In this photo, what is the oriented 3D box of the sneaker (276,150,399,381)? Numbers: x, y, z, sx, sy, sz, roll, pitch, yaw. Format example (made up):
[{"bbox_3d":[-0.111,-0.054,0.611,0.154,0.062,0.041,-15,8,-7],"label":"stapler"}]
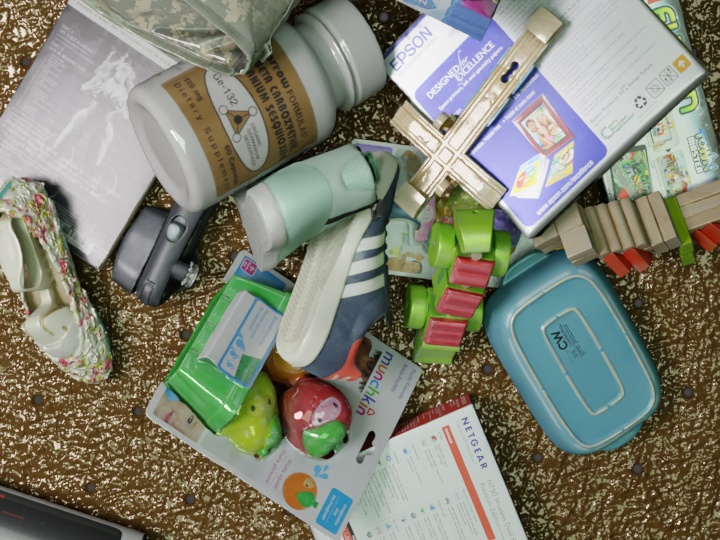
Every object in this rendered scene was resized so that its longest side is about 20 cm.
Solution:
[{"bbox_3d":[0.000,0.000,1.294,0.084,0.075,0.202,30,75,-29],"label":"sneaker"}]

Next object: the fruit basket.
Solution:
[{"bbox_3d":[-0.060,0.102,1.308,0.199,0.094,0.186,32,60,-3],"label":"fruit basket"}]

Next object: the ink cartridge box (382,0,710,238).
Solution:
[{"bbox_3d":[0.148,-0.166,1.253,0.197,0.047,0.201,-43,78,16],"label":"ink cartridge box"}]

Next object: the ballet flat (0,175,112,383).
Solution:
[{"bbox_3d":[-0.279,0.018,1.327,0.075,0.064,0.202,-13,105,28],"label":"ballet flat"}]

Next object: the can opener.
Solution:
[{"bbox_3d":[-0.147,-0.060,1.331,0.078,0.063,0.202,30,96,-3],"label":"can opener"}]

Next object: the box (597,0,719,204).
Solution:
[{"bbox_3d":[0.243,-0.155,1.333,0.109,0.035,0.203,-16,96,2],"label":"box"}]

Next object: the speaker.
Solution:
[{"bbox_3d":[-0.297,0.243,1.357,0.197,0.081,0.082,19,96,-1],"label":"speaker"}]

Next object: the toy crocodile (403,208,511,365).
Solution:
[{"bbox_3d":[0.081,0.018,1.297,0.066,0.062,0.201,8,137,-11],"label":"toy crocodile"}]

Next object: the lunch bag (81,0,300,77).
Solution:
[{"bbox_3d":[-0.132,-0.262,1.203,0.199,0.118,0.165,33,63,-7],"label":"lunch bag"}]

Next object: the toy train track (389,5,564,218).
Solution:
[{"bbox_3d":[0.093,-0.127,1.235,0.114,0.032,0.201,41,105,13],"label":"toy train track"}]

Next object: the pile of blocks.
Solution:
[{"bbox_3d":[0.241,-0.022,1.309,0.197,0.082,0.063,-9,63,-14],"label":"pile of blocks"}]

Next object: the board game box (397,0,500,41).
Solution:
[{"bbox_3d":[0.044,-0.309,1.186,0.197,0.043,0.202,24,70,-2],"label":"board game box"}]

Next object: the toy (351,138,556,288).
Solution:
[{"bbox_3d":[0.083,-0.045,1.340,0.197,0.047,0.117,7,98,0],"label":"toy"}]

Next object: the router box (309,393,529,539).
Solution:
[{"bbox_3d":[0.056,0.241,1.370,0.177,0.049,0.202,-22,96,2],"label":"router box"}]

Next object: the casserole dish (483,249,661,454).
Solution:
[{"bbox_3d":[0.192,0.076,1.344,0.120,0.039,0.201,-32,103,-1],"label":"casserole dish"}]

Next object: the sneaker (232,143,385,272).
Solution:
[{"bbox_3d":[-0.040,-0.054,1.273,0.117,0.200,0.075,-22,93,-11],"label":"sneaker"}]

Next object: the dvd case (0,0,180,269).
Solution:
[{"bbox_3d":[-0.238,-0.126,1.341,0.148,0.016,0.201,33,96,4],"label":"dvd case"}]

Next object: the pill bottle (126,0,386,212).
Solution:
[{"bbox_3d":[-0.082,-0.143,1.258,0.199,0.114,0.115,-31,96,-18],"label":"pill bottle"}]
